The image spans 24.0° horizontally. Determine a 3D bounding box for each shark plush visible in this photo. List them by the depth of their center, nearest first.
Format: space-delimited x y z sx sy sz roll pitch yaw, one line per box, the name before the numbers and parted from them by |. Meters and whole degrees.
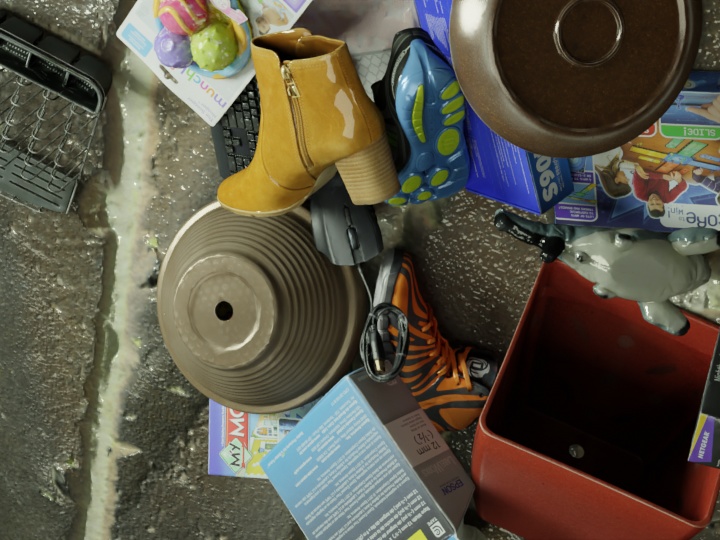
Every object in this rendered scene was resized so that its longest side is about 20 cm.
shark plush | 0.197 -0.007 1.365 0.199 0.083 0.091 2 113 -16

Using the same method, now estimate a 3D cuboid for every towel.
towel | -0.039 -0.208 1.392 0.199 0.032 0.192 -5 122 24

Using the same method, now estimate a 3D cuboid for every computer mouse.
computer mouse | 0.000 0.000 1.445 0.058 0.201 0.034 -16 157 -5

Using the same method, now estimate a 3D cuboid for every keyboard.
keyboard | -0.077 -0.148 1.417 0.126 0.021 0.201 7 127 21

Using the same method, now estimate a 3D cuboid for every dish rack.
dish rack | -0.311 -0.136 1.540 0.153 0.055 0.200 28 130 2

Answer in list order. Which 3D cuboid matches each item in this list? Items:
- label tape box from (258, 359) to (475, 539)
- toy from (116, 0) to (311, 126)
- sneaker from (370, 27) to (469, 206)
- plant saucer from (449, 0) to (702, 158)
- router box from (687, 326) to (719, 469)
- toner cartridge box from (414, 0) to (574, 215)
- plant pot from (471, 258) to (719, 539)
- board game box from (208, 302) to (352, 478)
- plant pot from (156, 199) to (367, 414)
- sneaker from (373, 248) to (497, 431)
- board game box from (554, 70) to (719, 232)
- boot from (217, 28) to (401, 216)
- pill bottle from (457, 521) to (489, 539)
label tape box | 0.021 0.200 1.449 0.200 0.066 0.143 54 127 13
toy | -0.127 -0.201 1.363 0.115 0.047 0.200 44 134 -1
sneaker | 0.048 -0.119 1.366 0.070 0.083 0.200 -11 148 -7
plant saucer | 0.166 -0.179 1.258 0.199 0.034 0.201 -4 107 -12
router box | 0.354 0.092 1.343 0.156 0.200 0.052 15 128 12
toner cartridge box | 0.105 -0.148 1.344 0.095 0.043 0.201 22 138 47
plant pot | 0.200 0.144 1.463 0.199 0.200 0.177 24 143 4
board game box | -0.073 0.091 1.558 0.134 0.029 0.201 1 91 20
plant pot | -0.101 0.032 1.498 0.200 0.093 0.202 2 95 19
sneaker | 0.069 0.065 1.531 0.111 0.078 0.201 4 131 9
board game box | 0.251 -0.093 1.356 0.199 0.035 0.136 5 126 19
boot | -0.062 -0.121 1.365 0.201 0.071 0.145 -2 121 42
pill bottle | 0.027 0.233 1.634 0.200 0.117 0.116 43 128 -12
